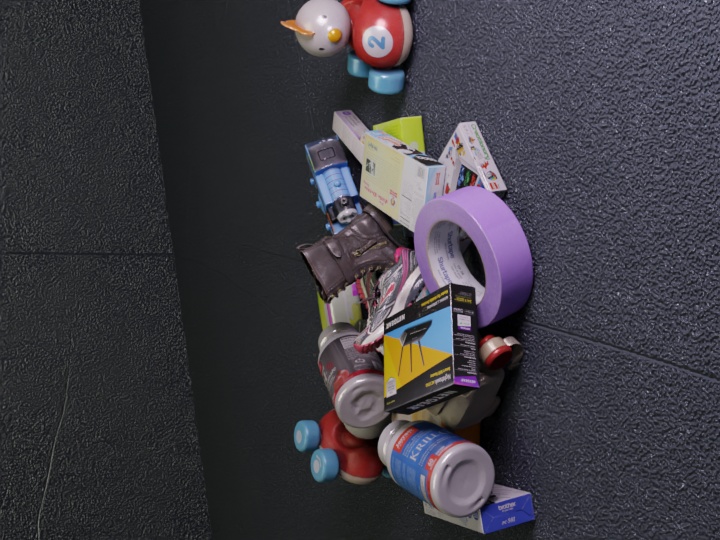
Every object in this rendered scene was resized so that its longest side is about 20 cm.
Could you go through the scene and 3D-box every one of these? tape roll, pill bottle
[{"bbox_3d":[0.164,-0.019,1.459,0.200,0.065,0.202,40,141,42],"label":"tape roll"},{"bbox_3d":[-0.015,0.181,1.779,0.200,0.109,0.112,-118,28,-56],"label":"pill bottle"},{"bbox_3d":[0.107,0.294,1.517,0.199,0.111,0.114,13,110,61],"label":"pill bottle"}]

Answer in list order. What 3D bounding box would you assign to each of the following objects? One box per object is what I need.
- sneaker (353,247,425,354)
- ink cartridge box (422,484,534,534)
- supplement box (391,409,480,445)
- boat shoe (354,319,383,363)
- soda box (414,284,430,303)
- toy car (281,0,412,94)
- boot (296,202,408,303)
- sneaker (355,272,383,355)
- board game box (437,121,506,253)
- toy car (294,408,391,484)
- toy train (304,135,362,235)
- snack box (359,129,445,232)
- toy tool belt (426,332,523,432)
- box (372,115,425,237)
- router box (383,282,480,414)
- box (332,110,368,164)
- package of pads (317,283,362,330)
[{"bbox_3d":[0.046,0.053,1.654,0.074,0.201,0.081,34,158,4],"label":"sneaker"},{"bbox_3d":[0.182,0.370,1.568,0.200,0.093,0.045,169,92,-67],"label":"ink cartridge box"},{"bbox_3d":[0.126,0.266,1.685,0.200,0.073,0.127,-148,54,-61],"label":"supplement box"},{"bbox_3d":[0.055,0.167,1.848,0.202,0.064,0.075,51,127,41],"label":"boat shoe"},{"bbox_3d":[0.120,0.085,1.640,0.200,0.068,0.064,117,138,-55],"label":"soda box"},{"bbox_3d":[-0.031,-0.399,1.642,0.177,0.198,0.186,-132,39,-52],"label":"toy car"},{"bbox_3d":[0.000,0.000,1.707,0.201,0.174,0.069,54,162,-8],"label":"boot"},{"bbox_3d":[0.049,0.070,1.777,0.075,0.080,0.201,-51,53,48],"label":"sneaker"},{"bbox_3d":[0.153,-0.119,1.538,0.200,0.034,0.127,119,136,-55],"label":"board game box"},{"bbox_3d":[-0.002,0.282,1.881,0.177,0.183,0.202,49,129,52],"label":"toy car"},{"bbox_3d":[-0.047,-0.155,1.898,0.114,0.086,0.202,81,171,-65],"label":"toy train"},{"bbox_3d":[0.065,-0.146,1.617,0.200,0.037,0.117,39,130,51],"label":"snack box"},{"bbox_3d":[0.157,0.144,1.516,0.123,0.124,0.201,54,145,33],"label":"toy tool belt"},{"bbox_3d":[0.073,-0.156,1.698,0.122,0.047,0.202,-178,81,-67],"label":"box"},{"bbox_3d":[0.101,0.120,1.464,0.200,0.051,0.151,-35,50,56],"label":"router box"},{"bbox_3d":[0.003,-0.237,1.840,0.200,0.038,0.042,-126,36,-47],"label":"box"},{"bbox_3d":[-0.038,0.102,1.986,0.154,0.067,0.202,171,91,-79],"label":"package of pads"}]
